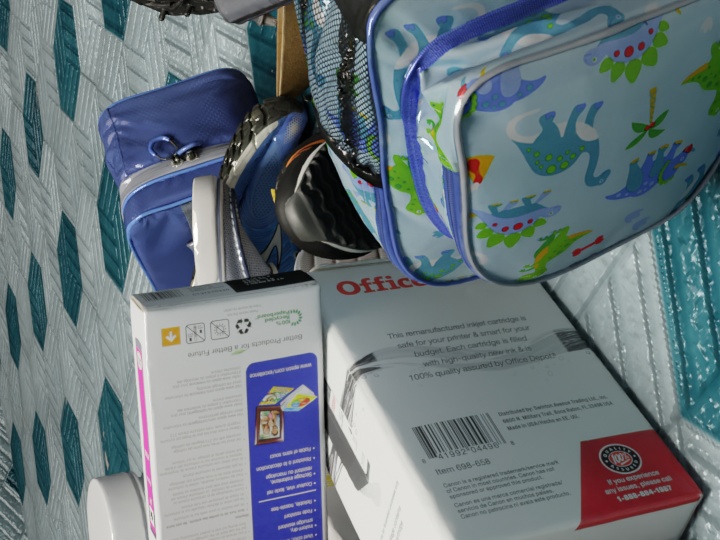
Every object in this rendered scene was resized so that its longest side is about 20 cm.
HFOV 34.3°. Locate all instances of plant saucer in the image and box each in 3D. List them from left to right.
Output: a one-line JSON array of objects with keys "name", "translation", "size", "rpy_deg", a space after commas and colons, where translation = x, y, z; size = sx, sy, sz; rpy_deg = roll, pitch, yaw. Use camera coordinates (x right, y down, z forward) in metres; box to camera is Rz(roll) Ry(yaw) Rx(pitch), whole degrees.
[{"name": "plant saucer", "translation": [-0.041, -0.217, 0.843], "size": [0.200, 0.035, 0.202], "rpy_deg": [-178, 90, -84]}]

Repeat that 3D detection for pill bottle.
[{"name": "pill bottle", "translation": [-0.117, 0.202, 0.964], "size": [0.114, 0.198, 0.115], "rpy_deg": [174, 90, -65]}]

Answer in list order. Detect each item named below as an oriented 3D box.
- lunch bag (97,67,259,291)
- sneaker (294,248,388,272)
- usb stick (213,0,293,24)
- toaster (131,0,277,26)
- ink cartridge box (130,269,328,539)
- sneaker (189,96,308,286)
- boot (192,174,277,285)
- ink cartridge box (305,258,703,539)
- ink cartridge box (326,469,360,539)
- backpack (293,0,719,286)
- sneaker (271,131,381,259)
[{"name": "lunch bag", "translation": [-0.127, -0.059, 0.958], "size": [0.200, 0.135, 0.133], "rpy_deg": [79, 172, -66]}, {"name": "sneaker", "translation": [0.000, 0.000, 0.783], "size": [0.200, 0.072, 0.071], "rpy_deg": [-80, -18, -60]}, {"name": "usb stick", "translation": [-0.024, -0.197, 0.696], "size": [0.199, 0.032, 0.056], "rpy_deg": [-8, 92, 45]}, {"name": "toaster", "translation": [-0.167, -0.269, 0.880], "size": [0.181, 0.199, 0.120], "rpy_deg": [20, 92, 63]}, {"name": "ink cartridge box", "translation": [-0.066, 0.105, 0.619], "size": [0.037, 0.094, 0.202], "rpy_deg": [-153, 58, -63]}, {"name": "sneaker", "translation": [-0.067, -0.031, 0.846], "size": [0.079, 0.088, 0.201], "rpy_deg": [-91, 18, -59]}, {"name": "boot", "translation": [-0.059, 0.024, 0.796], "size": [0.073, 0.089, 0.201], "rpy_deg": [-98, 1, -58]}, {"name": "ink cartridge box", "translation": [0.059, 0.084, 0.625], "size": [0.201, 0.143, 0.084], "rpy_deg": [-121, 34, -43]}, {"name": "ink cartridge box", "translation": [0.021, 0.191, 0.754], "size": [0.200, 0.124, 0.130], "rpy_deg": [46, 136, 51]}, {"name": "backpack", "translation": [0.070, -0.081, 0.512], "size": [0.147, 0.182, 0.201], "rpy_deg": [59, 166, 31]}, {"name": "sneaker", "translation": [-0.021, -0.045, 0.717], "size": [0.090, 0.200, 0.070], "rpy_deg": [-22, 102, 25]}]
